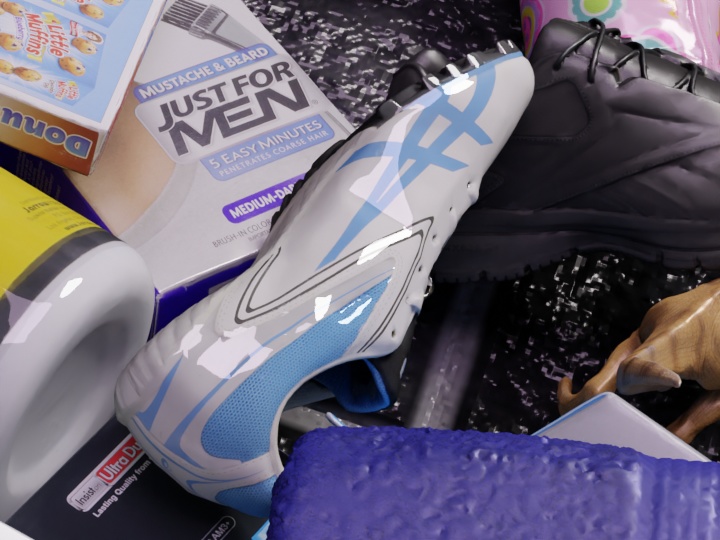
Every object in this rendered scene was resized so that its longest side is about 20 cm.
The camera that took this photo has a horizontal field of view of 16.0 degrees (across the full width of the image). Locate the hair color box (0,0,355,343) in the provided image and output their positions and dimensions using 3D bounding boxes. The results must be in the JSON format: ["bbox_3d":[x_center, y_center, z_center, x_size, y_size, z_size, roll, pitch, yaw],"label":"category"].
[{"bbox_3d":[-0.087,-0.059,0.946,0.109,0.065,0.200,-24,58,-30],"label":"hair color box"}]

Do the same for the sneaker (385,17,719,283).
[{"bbox_3d":[0.099,-0.047,0.912,0.200,0.091,0.076,-5,15,14],"label":"sneaker"}]

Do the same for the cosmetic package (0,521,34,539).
[{"bbox_3d":[-0.082,0.162,0.683,0.200,0.052,0.151,30,57,-12],"label":"cosmetic package"}]

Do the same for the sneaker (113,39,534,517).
[{"bbox_3d":[0.000,0.000,0.847,0.072,0.072,0.200,44,61,-5],"label":"sneaker"}]

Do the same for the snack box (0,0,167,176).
[{"bbox_3d":[-0.101,-0.114,0.919,0.072,0.024,0.200,22,40,-6],"label":"snack box"}]

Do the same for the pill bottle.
[{"bbox_3d":[-0.176,-0.004,0.847,0.200,0.112,0.112,30,51,13],"label":"pill bottle"}]

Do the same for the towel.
[{"bbox_3d":[0.069,0.115,0.685,0.200,0.050,0.148,5,54,6],"label":"towel"}]

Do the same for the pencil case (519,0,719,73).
[{"bbox_3d":[0.104,-0.140,1.012,0.087,0.087,0.200,5,67,-8],"label":"pencil case"}]

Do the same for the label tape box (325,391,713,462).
[{"bbox_3d":[0.097,0.092,0.802,0.200,0.143,0.066,37,87,17],"label":"label tape box"}]

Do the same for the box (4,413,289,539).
[{"bbox_3d":[-0.062,0.143,0.792,0.159,0.046,0.200,34,52,15],"label":"box"}]

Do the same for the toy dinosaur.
[{"bbox_3d":[0.110,0.026,0.876,0.060,0.106,0.200,45,36,16],"label":"toy dinosaur"}]
